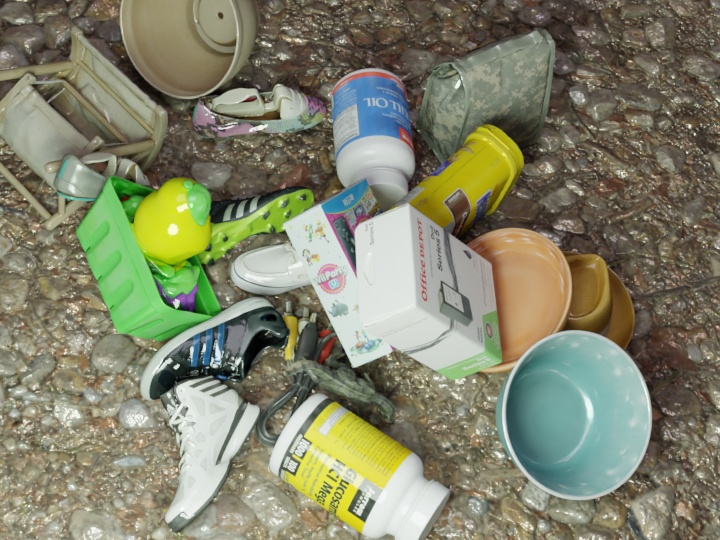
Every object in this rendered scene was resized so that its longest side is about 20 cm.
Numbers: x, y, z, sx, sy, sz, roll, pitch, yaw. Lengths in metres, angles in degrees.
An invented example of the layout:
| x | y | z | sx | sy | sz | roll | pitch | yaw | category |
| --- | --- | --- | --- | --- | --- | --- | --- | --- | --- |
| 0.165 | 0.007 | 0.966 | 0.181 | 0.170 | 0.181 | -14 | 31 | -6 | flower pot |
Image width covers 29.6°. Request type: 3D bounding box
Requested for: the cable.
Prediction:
| x | y | z | sx | sy | sz | roll | pitch | yaw | category |
| --- | --- | --- | --- | --- | --- | --- | --- | --- | --- |
| -0.074 | 0.138 | 1.728 | 0.097 | 0.050 | 0.201 | 22 | 65 | -14 | cable |

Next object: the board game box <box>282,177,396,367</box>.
| x | y | z | sx | sy | sz | roll | pitch | yaw | category |
| --- | --- | --- | --- | --- | --- | --- | --- | --- | --- |
| 0.000 | 0.000 | 1.720 | 0.201 | 0.064 | 0.147 | 62 | 29 | -5 | board game box |

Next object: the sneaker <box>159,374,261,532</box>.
| x | y | z | sx | sy | sz | roll | pitch | yaw | category |
| --- | --- | --- | --- | --- | --- | --- | --- | --- | --- |
| -0.206 | 0.205 | 1.603 | 0.115 | 0.076 | 0.201 | 39 | 45 | -11 | sneaker |

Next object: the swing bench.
| x | y | z | sx | sy | sz | roll | pitch | yaw | category |
| --- | --- | --- | --- | --- | --- | --- | --- | --- | --- |
| -0.399 | -0.196 | 1.848 | 0.199 | 0.130 | 0.199 | -32 | 65 | -33 | swing bench |

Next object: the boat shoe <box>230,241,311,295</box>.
| x | y | z | sx | sy | sz | roll | pitch | yaw | category |
| --- | --- | --- | --- | --- | --- | --- | --- | --- | --- |
| -0.072 | -0.015 | 1.807 | 0.198 | 0.066 | 0.072 | 0 | 55 | -10 | boat shoe |

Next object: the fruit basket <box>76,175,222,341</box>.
| x | y | z | sx | sy | sz | roll | pitch | yaw | category |
| --- | --- | --- | --- | --- | --- | --- | --- | --- | --- |
| -0.239 | -0.036 | 1.696 | 0.214 | 0.155 | 0.218 | -6 | 77 | 28 | fruit basket |

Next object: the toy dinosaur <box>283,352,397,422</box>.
| x | y | z | sx | sy | sz | roll | pitch | yaw | category |
| --- | --- | --- | --- | --- | --- | --- | --- | --- | --- |
| -0.033 | 0.130 | 1.672 | 0.199 | 0.048 | 0.088 | 25 | 9 | -39 | toy dinosaur |

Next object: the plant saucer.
| x | y | z | sx | sy | sz | roll | pitch | yaw | category |
| --- | --- | --- | --- | --- | --- | --- | --- | --- | --- |
| 0.188 | 0.042 | 1.774 | 0.199 | 0.037 | 0.202 | -16 | 58 | 26 | plant saucer |

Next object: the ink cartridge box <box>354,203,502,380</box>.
| x | y | z | sx | sy | sz | roll | pitch | yaw | category |
| --- | --- | --- | --- | --- | --- | --- | --- | --- | --- |
| 0.086 | 0.030 | 1.688 | 0.084 | 0.200 | 0.147 | -22 | 56 | 30 | ink cartridge box |

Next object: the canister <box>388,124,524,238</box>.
| x | y | z | sx | sy | sz | roll | pitch | yaw | category |
| --- | --- | --- | --- | --- | --- | --- | --- | --- | --- |
| 0.116 | -0.088 | 1.840 | 0.087 | 0.149 | 0.200 | 43 | 61 | 10 | canister |

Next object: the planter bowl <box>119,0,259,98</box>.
| x | y | z | sx | sy | sz | roll | pitch | yaw | category |
| --- | --- | --- | --- | --- | --- | --- | --- | --- | --- |
| -0.226 | -0.360 | 1.967 | 0.200 | 0.201 | 0.135 | 33 | 30 | 15 | planter bowl |

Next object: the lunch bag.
| x | y | z | sx | sy | sz | roll | pitch | yaw | category |
| --- | --- | --- | --- | --- | --- | --- | --- | --- | --- |
| 0.181 | -0.255 | 1.936 | 0.163 | 0.201 | 0.118 | -22 | 61 | -22 | lunch bag |

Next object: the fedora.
| x | y | z | sx | sy | sz | roll | pitch | yaw | category |
| --- | --- | --- | --- | --- | --- | --- | --- | --- | --- |
| 0.282 | 0.038 | 1.816 | 0.199 | 0.082 | 0.202 | 5 | 54 | -7 | fedora |

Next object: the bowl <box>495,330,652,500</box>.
| x | y | z | sx | sy | sz | roll | pitch | yaw | category |
| --- | --- | --- | --- | --- | --- | --- | --- | --- | --- |
| 0.246 | 0.178 | 1.674 | 0.199 | 0.105 | 0.203 | 2 | 82 | -17 | bowl |

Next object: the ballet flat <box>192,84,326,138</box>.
| x | y | z | sx | sy | sz | roll | pitch | yaw | category |
| --- | --- | --- | --- | --- | --- | --- | --- | --- | --- |
| -0.141 | -0.232 | 1.947 | 0.198 | 0.071 | 0.070 | -8 | 55 | -15 | ballet flat |

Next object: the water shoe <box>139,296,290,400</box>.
| x | y | z | sx | sy | sz | roll | pitch | yaw | category |
| --- | --- | --- | --- | --- | --- | --- | --- | --- | --- |
| -0.178 | 0.107 | 1.684 | 0.199 | 0.072 | 0.079 | -35 | 60 | -17 | water shoe |

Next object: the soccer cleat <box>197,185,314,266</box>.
| x | y | z | sx | sy | sz | roll | pitch | yaw | category |
| --- | --- | --- | --- | --- | --- | --- | --- | --- | --- |
| -0.156 | -0.075 | 1.841 | 0.199 | 0.068 | 0.081 | -26 | 50 | -24 | soccer cleat |

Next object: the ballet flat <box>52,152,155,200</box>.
| x | y | z | sx | sy | sz | roll | pitch | yaw | category |
| --- | --- | --- | --- | --- | --- | --- | --- | --- | --- |
| -0.317 | -0.118 | 1.774 | 0.067 | 0.064 | 0.200 | 21 | 8 | 28 | ballet flat |

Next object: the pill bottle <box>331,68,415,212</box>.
| x | y | z | sx | sy | sz | roll | pitch | yaw | category |
| --- | --- | --- | --- | --- | --- | --- | --- | --- | --- |
| 0.019 | -0.174 | 1.907 | 0.111 | 0.113 | 0.201 | 0 | 56 | -9 | pill bottle |

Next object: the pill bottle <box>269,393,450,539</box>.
| x | y | z | sx | sy | sz | roll | pitch | yaw | category |
| --- | --- | --- | --- | --- | --- | --- | --- | --- | --- |
| 0.001 | 0.242 | 1.608 | 0.199 | 0.113 | 0.113 | 31 | 56 | 14 | pill bottle |
